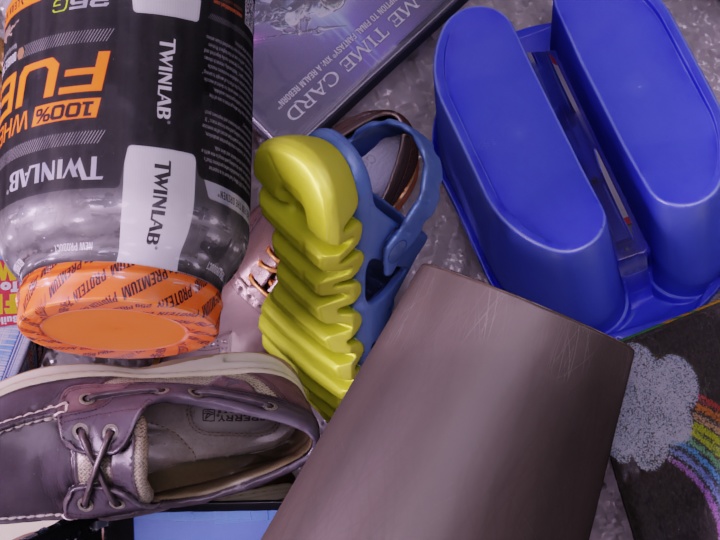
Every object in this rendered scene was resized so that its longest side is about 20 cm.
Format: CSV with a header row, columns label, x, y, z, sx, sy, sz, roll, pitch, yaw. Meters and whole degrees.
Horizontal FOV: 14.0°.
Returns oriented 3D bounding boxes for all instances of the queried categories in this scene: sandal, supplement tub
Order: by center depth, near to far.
label,x,y,z,sx,sy,sz,roll,pitch,yaw
supplement tub,-0.112,-0.067,1.398,0.122,0.123,0.201,1,72,-2
sandal,0.000,0.000,1.443,0.087,0.201,0.079,-31,58,-27

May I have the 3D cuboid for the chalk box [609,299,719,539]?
label,x,y,z,sx,sy,sz,roll,pitch,yaw
chalk box,0.233,0.066,1.449,0.199,0.124,0.125,-22,79,28

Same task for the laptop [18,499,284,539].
label,x,y,z,sx,sy,sz,roll,pitch,yaw
laptop,-0.107,0.213,1.423,0.103,0.200,0.178,10,109,34

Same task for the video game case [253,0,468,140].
label,x,y,z,sx,sy,sz,roll,pitch,yaw
video game case,-0.054,-0.173,1.566,0.143,0.019,0.200,-43,77,-9

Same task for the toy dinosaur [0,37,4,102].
label,x,y,z,sx,sy,sz,roll,pitch,yaw
toy dinosaur,-0.166,-0.104,1.486,0.106,0.060,0.201,12,69,-27

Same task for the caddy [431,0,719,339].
label,x,y,z,sx,sy,sz,roll,pitch,yaw
caddy,0.116,-0.058,1.515,0.141,0.105,0.201,-20,60,-5

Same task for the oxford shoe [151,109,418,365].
label,x,y,z,sx,sy,sz,roll,pitch,yaw
oxford shoe,-0.043,-0.006,1.519,0.071,0.073,0.200,35,80,4

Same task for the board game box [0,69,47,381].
label,x,y,z,sx,sy,sz,roll,pitch,yaw
board game box,-0.219,-0.019,1.499,0.199,0.062,0.201,5,65,-2

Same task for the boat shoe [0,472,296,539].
label,x,y,z,sx,sy,sz,roll,pitch,yaw
boat shoe,-0.132,0.108,1.495,0.201,0.075,0.075,-7,73,-4

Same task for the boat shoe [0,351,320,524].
label,x,y,z,sx,sy,sz,roll,pitch,yaw
boat shoe,-0.114,0.085,1.414,0.199,0.065,0.072,-8,109,-18

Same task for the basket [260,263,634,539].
label,x,y,z,sx,sy,sz,roll,pitch,yaw
basket,0.045,0.110,1.403,0.180,0.136,0.201,24,87,-25
